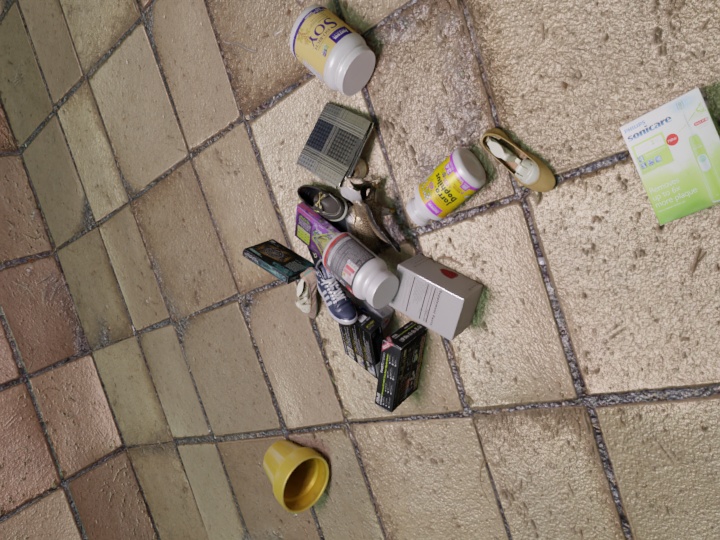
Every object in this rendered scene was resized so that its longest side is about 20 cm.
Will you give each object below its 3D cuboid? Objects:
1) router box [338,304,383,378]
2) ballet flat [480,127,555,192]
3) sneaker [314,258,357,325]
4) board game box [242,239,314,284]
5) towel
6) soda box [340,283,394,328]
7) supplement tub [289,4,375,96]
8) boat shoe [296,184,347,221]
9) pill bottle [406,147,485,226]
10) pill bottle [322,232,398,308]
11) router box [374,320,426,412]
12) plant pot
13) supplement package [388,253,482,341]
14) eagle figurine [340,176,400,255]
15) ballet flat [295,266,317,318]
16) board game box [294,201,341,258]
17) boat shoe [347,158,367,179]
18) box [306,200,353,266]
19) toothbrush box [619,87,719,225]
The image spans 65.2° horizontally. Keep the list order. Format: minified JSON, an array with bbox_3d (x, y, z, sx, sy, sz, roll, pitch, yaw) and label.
[{"bbox_3d":[0.005,0.196,1.601,0.147,0.051,0.204,33,147,36],"label":"router box"},{"bbox_3d":[0.344,-0.240,1.255,0.199,0.062,0.070,43,126,19],"label":"ballet flat"},{"bbox_3d":[-0.070,0.051,1.534,0.201,0.068,0.111,52,154,41],"label":"sneaker"},{"bbox_3d":[-0.251,-0.030,1.737,0.197,0.134,0.029,30,121,27],"label":"board game box"},{"bbox_3d":[-0.068,-0.336,1.511,0.198,0.034,0.197,33,97,37],"label":"towel"},{"bbox_3d":[0.001,0.088,1.624,0.198,0.063,0.070,40,127,21],"label":"soda box"},{"bbox_3d":[-0.071,-0.555,1.426,0.199,0.144,0.148,43,125,18],"label":"supplement tub"},{"bbox_3d":[-0.111,-0.193,1.585,0.199,0.060,0.074,29,97,48],"label":"boat shoe"},{"bbox_3d":[0.200,-0.193,1.356,0.199,0.103,0.106,-41,79,38],"label":"pill bottle"},{"bbox_3d":[0.000,0.000,1.439,0.199,0.113,0.119,40,126,34],"label":"pill bottle"},{"bbox_3d":[0.111,0.260,1.538,0.061,0.148,0.207,20,115,30],"label":"router box"},{"bbox_3d":[-0.234,0.683,1.926,0.186,0.196,0.208,22,118,47],"label":"plant pot"},{"bbox_3d":[0.190,0.063,1.433,0.196,0.120,0.123,28,119,27],"label":"supplement package"},{"bbox_3d":[0.030,-0.137,1.486,0.145,0.152,0.208,-4,86,10],"label":"eagle figurine"},{"bbox_3d":[-0.168,0.077,1.723,0.068,0.066,0.205,37,138,33],"label":"ballet flat"},{"bbox_3d":[-0.110,-0.092,1.598,0.198,0.032,0.122,40,147,21],"label":"board game box"},{"bbox_3d":[-0.072,-0.302,1.557,0.196,0.064,0.074,29,120,27],"label":"boat shoe"},{"bbox_3d":[-0.072,-0.087,1.639,0.197,0.043,0.165,-23,89,40],"label":"box"},{"bbox_3d":[0.600,-0.212,1.053,0.143,0.085,0.206,-23,88,39],"label":"toothbrush box"}]
